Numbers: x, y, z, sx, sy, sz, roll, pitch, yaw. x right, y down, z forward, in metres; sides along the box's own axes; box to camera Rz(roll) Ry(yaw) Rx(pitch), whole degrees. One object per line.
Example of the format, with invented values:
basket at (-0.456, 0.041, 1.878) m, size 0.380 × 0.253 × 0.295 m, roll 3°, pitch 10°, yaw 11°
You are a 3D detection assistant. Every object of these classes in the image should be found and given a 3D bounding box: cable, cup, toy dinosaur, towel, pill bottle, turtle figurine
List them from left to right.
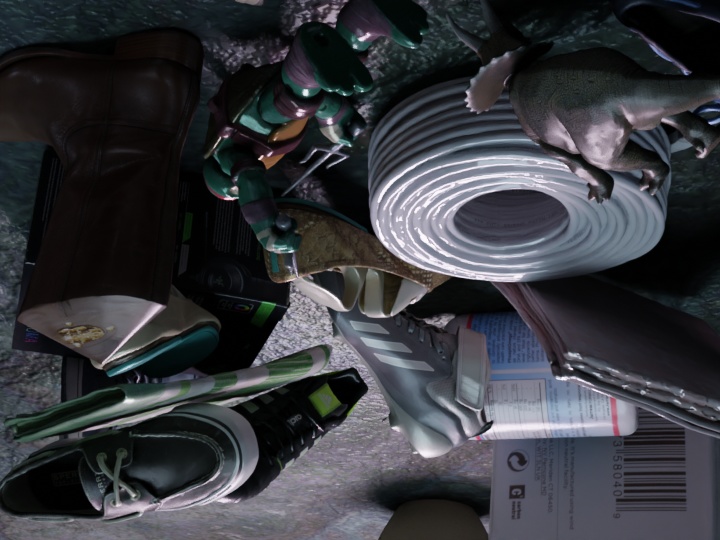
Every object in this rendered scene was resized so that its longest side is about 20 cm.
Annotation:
towel at (-0.133, 0.087, 0.915) m, size 0.152 × 0.023 × 0.200 m, roll -20°, pitch 170°, yaw 41°
turtle figurine at (-0.043, -0.079, 0.748) m, size 0.101 × 0.150 × 0.200 m, roll 29°, pitch 140°, yaw -11°
cup at (0.096, 0.377, 1.637) m, size 0.200 × 0.144 × 0.200 m, roll 4°, pitch 154°, yaw 2°
cable at (0.102, -0.053, 0.835) m, size 0.199 × 0.069 × 0.200 m, roll 10°, pitch 154°, yaw -12°
pill bottle at (0.132, 0.088, 1.079) m, size 0.199 × 0.109 × 0.109 m, roll -3°, pitch 153°, yaw 14°
toy dinosaur at (0.120, -0.083, 0.656) m, size 0.102 × 0.077 × 0.200 m, roll 25°, pitch -177°, yaw -30°
towel at (0.199, 0.055, 0.931) m, size 0.199 × 0.191 × 0.032 m, roll 20°, pitch 109°, yaw -18°

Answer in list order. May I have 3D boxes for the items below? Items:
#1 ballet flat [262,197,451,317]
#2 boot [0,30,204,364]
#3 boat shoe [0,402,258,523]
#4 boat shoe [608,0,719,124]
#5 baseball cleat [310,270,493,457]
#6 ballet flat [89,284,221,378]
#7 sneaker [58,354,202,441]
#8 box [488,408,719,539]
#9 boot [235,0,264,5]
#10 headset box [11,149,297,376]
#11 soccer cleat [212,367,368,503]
ballet flat at (0.000, 0.000, 0.924) m, size 0.070 × 0.066 × 0.200 m, roll 0°, pitch 169°, yaw 44°
boot at (-0.181, -0.038, 0.754) m, size 0.186 × 0.201 × 0.064 m, roll -12°, pitch 149°, yaw 28°
boat shoe at (-0.164, 0.143, 0.882) m, size 0.200 × 0.071 × 0.064 m, roll -16°, pitch -177°, yaw 26°
boat shoe at (0.192, -0.118, 0.689) m, size 0.200 × 0.069 × 0.084 m, roll 20°, pitch 150°, yaw -29°
baseball cleat at (0.038, 0.050, 1.006) m, size 0.106 × 0.070 × 0.200 m, roll -27°, pitch 107°, yaw 14°
ballet flat at (-0.137, 0.031, 0.830) m, size 0.069 × 0.070 × 0.200 m, roll 3°, pitch 175°, yaw 2°
sneaker at (-0.174, 0.092, 1.062) m, size 0.146 × 0.202 × 0.077 m, roll 7°, pitch 119°, yaw -7°
box at (0.233, 0.195, 1.180) m, size 0.199 × 0.200 × 0.171 m, roll -5°, pitch 153°, yaw 20°
boot at (-0.114, -0.195, 0.577) m, size 0.150 × 0.073 × 0.200 m, roll 4°, pitch 160°, yaw -1°
headset box at (-0.152, 0.005, 0.963) m, size 0.199 × 0.093 × 0.174 m, roll 10°, pitch 154°, yaw -15°
soccer cleat at (-0.061, 0.117, 0.976) m, size 0.081 × 0.068 × 0.200 m, roll -33°, pitch 178°, yaw 27°
